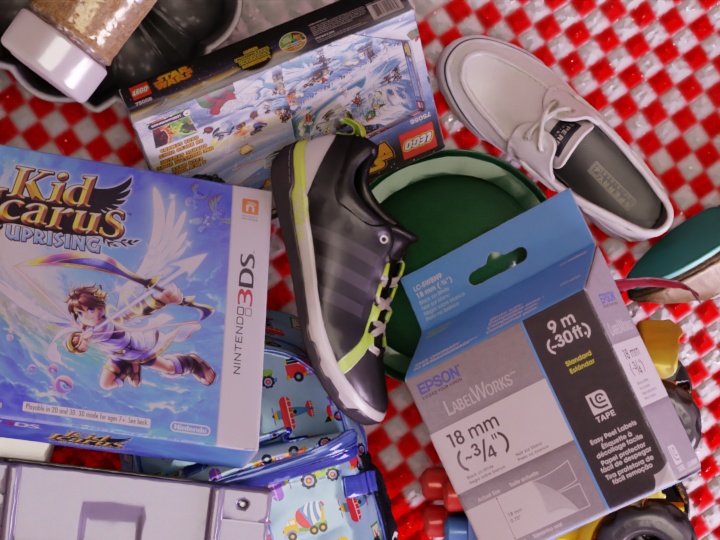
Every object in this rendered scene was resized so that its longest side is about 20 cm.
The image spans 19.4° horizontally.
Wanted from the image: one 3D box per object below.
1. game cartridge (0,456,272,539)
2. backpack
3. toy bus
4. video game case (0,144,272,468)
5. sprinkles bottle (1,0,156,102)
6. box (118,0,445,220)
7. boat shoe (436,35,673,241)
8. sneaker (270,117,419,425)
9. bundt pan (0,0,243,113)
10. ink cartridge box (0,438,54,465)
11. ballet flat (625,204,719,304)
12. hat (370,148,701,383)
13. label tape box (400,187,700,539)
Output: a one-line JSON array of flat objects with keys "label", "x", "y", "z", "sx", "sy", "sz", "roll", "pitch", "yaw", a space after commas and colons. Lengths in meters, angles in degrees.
[{"label": "game cartridge", "x": -0.161, "y": 0.191, "z": 1.332, "sx": 0.199, "sy": 0.038, "sz": 0.130, "roll": 7, "pitch": 88, "yaw": -5}, {"label": "backpack", "x": -0.075, "y": 0.132, "z": 1.421, "sx": 0.182, "sy": 0.135, "sz": 0.201, "roll": -11, "pitch": 93, "yaw": -5}, {"label": "toy bus", "x": 0.137, "y": 0.135, "z": 1.449, "sx": 0.191, "sy": 0.136, "sz": 0.201, "roll": 2, "pitch": 100, "yaw": 7}, {"label": "video game case", "x": -0.159, "y": 0.022, "z": 1.338, "sx": 0.199, "sy": 0.045, "sz": 0.182, "roll": 9, "pitch": 66, "yaw": -17}, {"label": "sprinkles bottle", "x": -0.146, "y": -0.206, "z": 1.351, "sx": 0.068, "sy": 0.068, "sz": 0.200, "roll": 37, "pitch": 88, "yaw": -7}, {"label": "box", "x": -0.049, "y": -0.102, "z": 1.418, "sx": 0.199, "sy": 0.040, "sz": 0.137, "roll": -22, "pitch": 139, "yaw": -6}, {"label": "boat shoe", "x": 0.138, "y": -0.091, "z": 1.466, "sx": 0.200, "sy": 0.066, "sz": 0.072, "roll": 45, "pitch": 87, "yaw": -6}, {"label": "sneaker", "x": 0.000, "y": 0.000, "z": 1.379, "sx": 0.082, "sy": 0.072, "sz": 0.201, "roll": -15, "pitch": 89, "yaw": 13}, {"label": "bundt pan", "x": -0.176, "y": -0.207, "z": 1.419, "sx": 0.201, "sy": 0.076, "sz": 0.203, "roll": 0, "pitch": 93, "yaw": -7}, {"label": "ink cartridge box", "x": -0.267, "y": 0.110, "z": 1.400, "sx": 0.125, "sy": 0.129, "sz": 0.201, "roll": 17, "pitch": 90, "yaw": -7}, {"label": "ballet flat", "x": 0.280, "y": -0.028, "z": 1.496, "sx": 0.200, "sy": 0.068, "sz": 0.072, "roll": -43, "pitch": 116, "yaw": -7}, {"label": "hat", "x": 0.082, "y": -0.005, "z": 1.406, "sx": 0.199, "sy": 0.176, "sz": 0.166, "roll": -30, "pitch": 94, "yaw": -5}, {"label": "label tape box", "x": 0.109, "y": 0.069, "z": 1.356, "sx": 0.144, "sy": 0.063, "sz": 0.201, "roll": -28, "pitch": 82, "yaw": 26}]
